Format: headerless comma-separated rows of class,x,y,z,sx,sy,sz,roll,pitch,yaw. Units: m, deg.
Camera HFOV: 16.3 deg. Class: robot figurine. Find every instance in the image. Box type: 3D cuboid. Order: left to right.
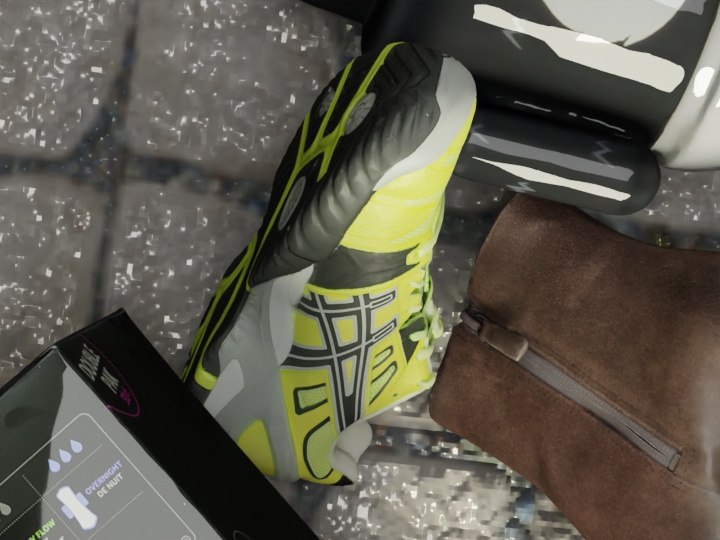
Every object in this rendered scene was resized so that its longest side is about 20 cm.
robot figurine,0.075,-0.109,0.884,0.200,0.125,0.150,17,106,-6

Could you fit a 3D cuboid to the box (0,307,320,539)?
box,-0.066,0.129,0.803,0.124,0.149,0.200,-42,90,3

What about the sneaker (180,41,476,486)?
sneaker,0.000,0.000,0.863,0.076,0.200,0.075,23,47,-9

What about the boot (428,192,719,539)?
boot,0.098,0.085,0.893,0.166,0.072,0.200,24,106,26
